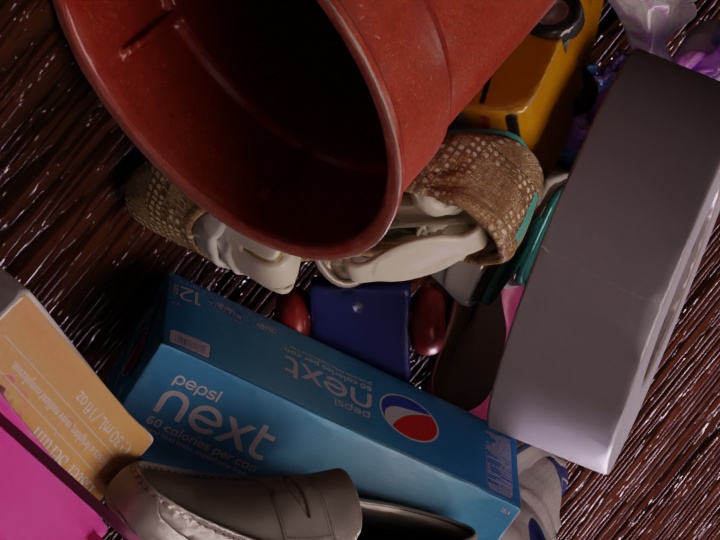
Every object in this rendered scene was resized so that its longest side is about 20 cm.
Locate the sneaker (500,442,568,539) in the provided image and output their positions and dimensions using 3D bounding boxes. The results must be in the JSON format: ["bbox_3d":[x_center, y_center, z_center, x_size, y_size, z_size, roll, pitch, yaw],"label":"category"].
[{"bbox_3d":[0.084,0.175,1.718,0.080,0.115,0.199,-37,175,20],"label":"sneaker"}]

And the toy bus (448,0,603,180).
[{"bbox_3d":[0.081,-0.136,1.447,0.065,0.078,0.201,73,26,-52],"label":"toy bus"}]

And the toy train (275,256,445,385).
[{"bbox_3d":[0.000,0.000,1.507,0.084,0.116,0.201,0,123,0],"label":"toy train"}]

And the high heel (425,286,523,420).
[{"bbox_3d":[0.057,0.028,1.650,0.096,0.067,0.201,12,106,-45],"label":"high heel"}]

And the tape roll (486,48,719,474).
[{"bbox_3d":[0.128,-0.004,1.457,0.200,0.066,0.201,22,90,-82],"label":"tape roll"}]

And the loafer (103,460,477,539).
[{"bbox_3d":[-0.030,0.119,1.382,0.199,0.070,0.070,20,112,-39],"label":"loafer"}]

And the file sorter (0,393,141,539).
[{"bbox_3d":[-0.166,0.178,1.236,0.200,0.125,0.139,-46,147,-11],"label":"file sorter"}]

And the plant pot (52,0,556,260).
[{"bbox_3d":[0.001,-0.142,1.297,0.195,0.200,0.201,-43,148,-30],"label":"plant pot"}]

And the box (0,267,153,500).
[{"bbox_3d":[-0.215,0.088,1.307,0.200,0.106,0.152,-48,148,-8],"label":"box"}]

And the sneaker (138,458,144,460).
[{"bbox_3d":[-0.066,0.125,1.547,0.079,0.079,0.200,-57,156,4],"label":"sneaker"}]

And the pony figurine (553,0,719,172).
[{"bbox_3d":[0.188,-0.109,1.609,0.193,0.167,0.200,-51,158,25],"label":"pony figurine"}]

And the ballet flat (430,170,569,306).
[{"bbox_3d":[0.066,-0.026,1.492,0.070,0.069,0.200,-61,169,14],"label":"ballet flat"}]

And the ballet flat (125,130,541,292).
[{"bbox_3d":[-0.017,-0.025,1.370,0.071,0.199,0.066,65,24,-50],"label":"ballet flat"}]

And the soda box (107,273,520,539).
[{"bbox_3d":[-0.023,0.082,1.453,0.199,0.064,0.068,26,119,-14],"label":"soda box"}]
